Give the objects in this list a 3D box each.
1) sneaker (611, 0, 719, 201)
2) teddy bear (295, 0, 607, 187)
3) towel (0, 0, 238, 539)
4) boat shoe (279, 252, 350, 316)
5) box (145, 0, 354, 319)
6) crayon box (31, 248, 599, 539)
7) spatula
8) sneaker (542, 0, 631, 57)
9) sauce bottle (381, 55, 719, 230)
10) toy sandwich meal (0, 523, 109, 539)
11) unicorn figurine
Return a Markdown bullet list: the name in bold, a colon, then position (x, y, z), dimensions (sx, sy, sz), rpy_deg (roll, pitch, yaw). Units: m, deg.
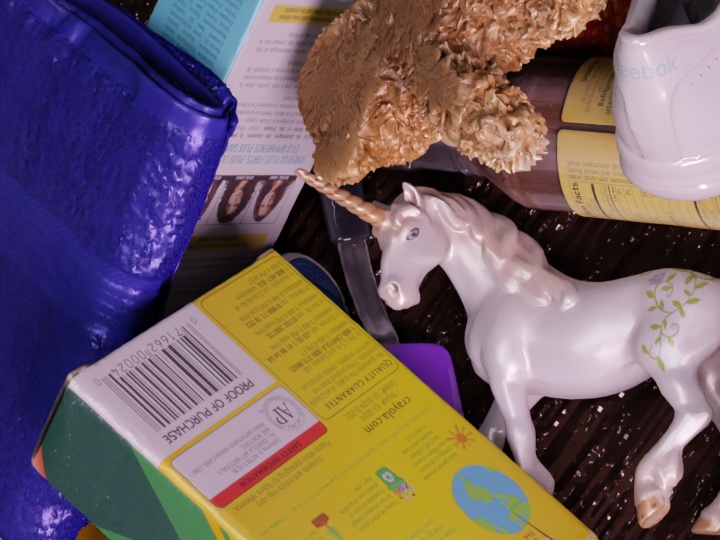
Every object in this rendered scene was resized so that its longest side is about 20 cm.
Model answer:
- **sneaker**: position (0.141, -0.124, 0.956), dimensions (0.075, 0.089, 0.201), rpy_deg (4, 50, 27)
- **teddy bear**: position (0.054, -0.105, 0.955), dimensions (0.201, 0.066, 0.145), rpy_deg (-60, 36, 26)
- **towel**: position (-0.121, -0.007, 1.030), dimensions (0.148, 0.049, 0.201), rpy_deg (39, 115, 40)
- **boat shoe**: position (-0.065, 0.083, 1.059), dimensions (0.072, 0.072, 0.201), rpy_deg (-10, 50, 46)
- **box**: position (-0.068, -0.037, 1.066), dimensions (0.049, 0.082, 0.201), rpy_deg (40, 114, 30)
- **crayon box**: position (-0.005, 0.094, 0.952), dimensions (0.200, 0.127, 0.051), rpy_deg (41, 131, 15)
- **spatula**: position (0.000, 0.000, 1.077), dimensions (0.056, 0.021, 0.201), rpy_deg (-7, 65, -15)
- **sneaker**: position (0.046, -0.136, 1.070), dimensions (0.199, 0.073, 0.077), rpy_deg (14, 60, 30)
- **sauce bottle**: position (0.097, -0.052, 1.017), dimensions (0.199, 0.065, 0.065), rpy_deg (9, 84, 29)
- **toy sandwich meal**: position (-0.162, 0.133, 1.116), dimensions (0.204, 0.070, 0.206), rpy_deg (-6, 77, 27)
- **unicorn figurine**: position (0.078, 0.033, 1.013), dimensions (0.199, 0.074, 0.138), rpy_deg (-1, 80, 10)
